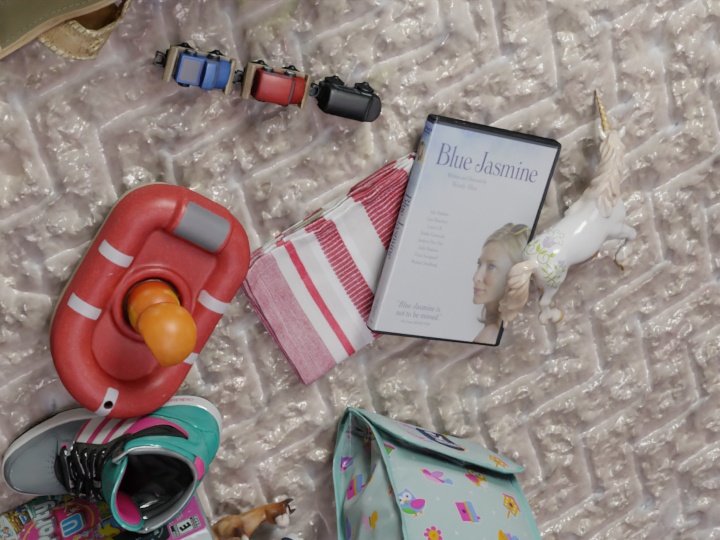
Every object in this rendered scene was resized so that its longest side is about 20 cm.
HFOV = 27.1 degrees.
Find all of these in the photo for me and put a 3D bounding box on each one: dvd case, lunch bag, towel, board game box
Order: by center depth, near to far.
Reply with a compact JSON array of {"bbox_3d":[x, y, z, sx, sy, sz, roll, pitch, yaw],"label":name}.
[{"bbox_3d":[-0.230,0.246,1.300,0.198,0.148,0.065,-25,121,-7],"label":"board game box"},{"bbox_3d":[0.000,0.000,1.339,0.199,0.023,0.145,-33,122,-3],"label":"towel"},{"bbox_3d":[0.094,-0.032,1.341,0.141,0.018,0.202,8,106,-30],"label":"dvd case"},{"bbox_3d":[0.066,0.219,1.369,0.169,0.201,0.122,18,130,-27],"label":"lunch bag"}]

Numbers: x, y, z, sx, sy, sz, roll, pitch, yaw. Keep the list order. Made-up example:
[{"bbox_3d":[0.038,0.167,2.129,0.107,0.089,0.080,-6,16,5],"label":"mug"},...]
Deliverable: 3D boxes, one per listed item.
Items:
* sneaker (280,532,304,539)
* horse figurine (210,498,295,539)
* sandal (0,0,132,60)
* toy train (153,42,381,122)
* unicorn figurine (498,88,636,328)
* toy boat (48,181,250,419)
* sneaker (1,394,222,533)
[{"bbox_3d":[-0.083,0.354,1.433,0.080,0.076,0.203,-19,112,-43],"label":"sneaker"},{"bbox_3d":[-0.154,0.273,1.369,0.199,0.133,0.050,-33,100,7],"label":"horse figurine"},{"bbox_3d":[-0.229,-0.189,1.151,0.210,0.078,0.070,-26,140,0],"label":"sandal"},{"bbox_3d":[-0.073,-0.151,1.227,0.198,0.046,0.034,9,111,-23],"label":"toy train"},{"bbox_3d":[0.199,-0.038,1.350,0.201,0.073,0.138,-53,151,-22],"label":"unicorn figurine"},{"bbox_3d":[-0.170,0.037,1.232,0.130,0.131,0.201,26,104,-27],"label":"toy boat"},{"bbox_3d":[-0.215,0.175,1.270,0.197,0.121,0.085,-14,113,3],"label":"sneaker"}]
